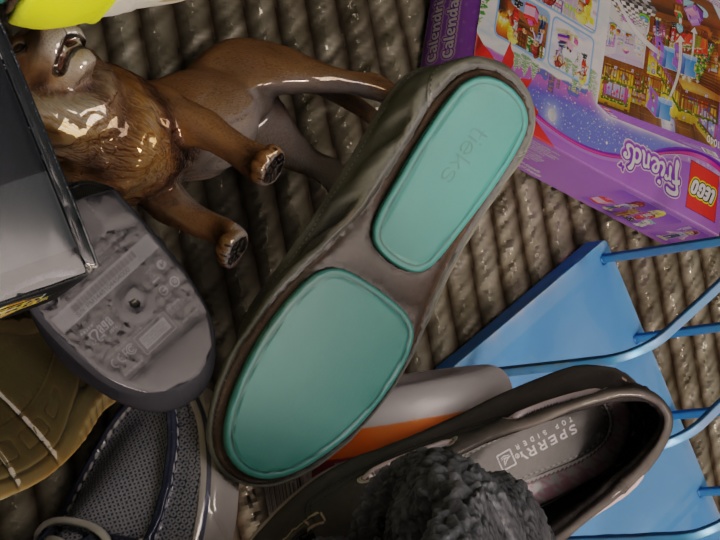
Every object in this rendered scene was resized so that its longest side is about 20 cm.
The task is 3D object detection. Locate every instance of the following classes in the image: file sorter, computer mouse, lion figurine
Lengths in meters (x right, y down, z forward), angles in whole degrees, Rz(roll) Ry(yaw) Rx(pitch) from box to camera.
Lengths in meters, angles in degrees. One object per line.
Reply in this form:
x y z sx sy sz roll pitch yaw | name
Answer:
0.155 0.097 1.080 0.139 0.123 0.200 -37 109 -42 | file sorter
-0.125 -0.029 0.809 0.059 0.034 0.200 -41 97 -26 | computer mouse
-0.066 -0.064 0.923 0.200 0.122 0.073 -14 131 -60 | lion figurine

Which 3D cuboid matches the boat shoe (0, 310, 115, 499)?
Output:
-0.136 0.048 0.825 0.072 0.066 0.201 53 38 0 | boat shoe

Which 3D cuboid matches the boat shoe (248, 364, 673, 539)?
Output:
0.033 0.093 0.864 0.200 0.057 0.067 -29 96 -18 | boat shoe

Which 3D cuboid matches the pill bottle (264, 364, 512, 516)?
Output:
0.024 0.146 0.949 0.113 0.113 0.200 -10 91 -45 | pill bottle

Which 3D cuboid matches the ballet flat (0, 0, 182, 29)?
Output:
-0.084 -0.141 0.876 0.067 0.067 0.200 34 30 -14 | ballet flat

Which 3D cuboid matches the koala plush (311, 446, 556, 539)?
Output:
-0.026 0.161 0.775 0.184 0.200 0.178 -82 150 -58 | koala plush

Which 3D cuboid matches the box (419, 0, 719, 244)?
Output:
0.115 -0.109 1.132 0.200 0.039 0.137 24 66 -40 | box

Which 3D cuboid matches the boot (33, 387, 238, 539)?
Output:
-0.111 0.124 0.845 0.090 0.073 0.200 31 63 -44 | boot

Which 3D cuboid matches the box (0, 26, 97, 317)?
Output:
-0.206 -0.037 0.719 0.200 0.046 0.159 -20 86 -28 | box

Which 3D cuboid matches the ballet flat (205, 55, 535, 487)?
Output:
0.000 0.000 0.900 0.067 0.064 0.200 39 80 -22 | ballet flat
